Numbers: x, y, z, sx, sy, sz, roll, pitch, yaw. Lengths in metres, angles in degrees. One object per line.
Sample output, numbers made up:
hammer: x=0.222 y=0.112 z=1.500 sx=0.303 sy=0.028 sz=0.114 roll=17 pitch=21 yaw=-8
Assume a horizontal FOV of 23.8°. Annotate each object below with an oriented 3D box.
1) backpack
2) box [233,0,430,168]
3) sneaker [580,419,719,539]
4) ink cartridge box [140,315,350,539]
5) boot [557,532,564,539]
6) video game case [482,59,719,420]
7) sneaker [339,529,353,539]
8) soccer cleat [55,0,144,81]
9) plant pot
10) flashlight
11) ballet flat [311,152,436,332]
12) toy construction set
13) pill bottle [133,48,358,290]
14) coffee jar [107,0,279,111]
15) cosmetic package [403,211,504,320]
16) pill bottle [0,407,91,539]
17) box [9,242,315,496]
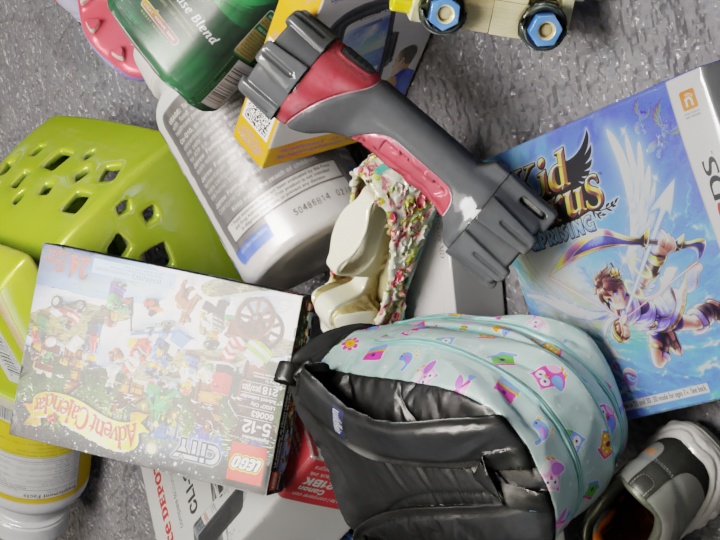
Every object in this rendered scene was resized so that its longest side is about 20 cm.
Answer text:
backpack: x=0.063 y=0.099 z=1.058 sx=0.199 sy=0.127 sz=0.168 roll=-2 pitch=123 yaw=48
box: x=-0.003 y=-0.162 z=1.110 sx=0.042 sy=0.118 sz=0.201 roll=50 pitch=137 yaw=25
sneaker: x=0.162 y=0.176 z=1.076 sx=0.074 sy=0.079 sz=0.201 roll=44 pitch=138 yaw=28
ink cartridge box: x=-0.074 y=0.149 z=1.276 sx=0.200 sy=0.083 sz=0.145 roll=-51 pitch=41 yaw=32
boot: x=0.086 y=0.211 z=1.122 sx=0.074 sy=0.094 sz=0.202 roll=94 pitch=170 yaw=-69
video game case: x=0.173 y=-0.009 z=1.018 sx=0.199 sy=0.045 sz=0.183 roll=-21 pitch=87 yaw=52
sneaker: x=-0.020 y=0.203 z=1.316 sx=0.199 sy=0.073 sz=0.083 roll=24 pitch=106 yaw=50
soccer cleat: x=-0.218 y=-0.225 z=1.403 sx=0.200 sy=0.066 sz=0.077 roll=49 pitch=168 yaw=19
plant pot: x=-0.218 y=0.012 z=1.345 sx=0.198 sy=0.181 sz=0.202 roll=13 pitch=134 yaw=49
flashlight: x=0.019 y=-0.070 z=1.036 sx=0.200 sy=0.068 sz=0.068 roll=42 pitch=157 yaw=-1
ballet flat: x=0.000 y=0.000 z=1.135 sx=0.076 sy=0.063 sz=0.202 roll=40 pitch=133 yaw=34
toy construction set: x=0.080 y=-0.199 z=0.990 sx=0.197 sy=0.092 sz=0.133 roll=13 pitch=109 yaw=6
pill bottle: x=-0.078 y=-0.095 z=1.232 sx=0.201 sy=0.113 sz=0.114 roll=60 pitch=140 yaw=14
coffee jar: x=-0.065 y=-0.207 z=1.128 sx=0.200 sy=0.085 sz=0.105 roll=-42 pitch=73 yaw=9
cosmetic package: x=0.057 y=0.043 z=1.174 sx=0.082 sy=0.050 sz=0.203 roll=9 pitch=111 yaw=47
pill bottle: x=-0.307 y=0.157 z=1.610 sx=0.112 sy=0.111 sz=0.202 roll=38 pitch=131 yaw=35
box: x=-0.137 y=0.066 z=1.185 sx=0.198 sy=0.038 sz=0.138 roll=11 pitch=90 yaw=17
